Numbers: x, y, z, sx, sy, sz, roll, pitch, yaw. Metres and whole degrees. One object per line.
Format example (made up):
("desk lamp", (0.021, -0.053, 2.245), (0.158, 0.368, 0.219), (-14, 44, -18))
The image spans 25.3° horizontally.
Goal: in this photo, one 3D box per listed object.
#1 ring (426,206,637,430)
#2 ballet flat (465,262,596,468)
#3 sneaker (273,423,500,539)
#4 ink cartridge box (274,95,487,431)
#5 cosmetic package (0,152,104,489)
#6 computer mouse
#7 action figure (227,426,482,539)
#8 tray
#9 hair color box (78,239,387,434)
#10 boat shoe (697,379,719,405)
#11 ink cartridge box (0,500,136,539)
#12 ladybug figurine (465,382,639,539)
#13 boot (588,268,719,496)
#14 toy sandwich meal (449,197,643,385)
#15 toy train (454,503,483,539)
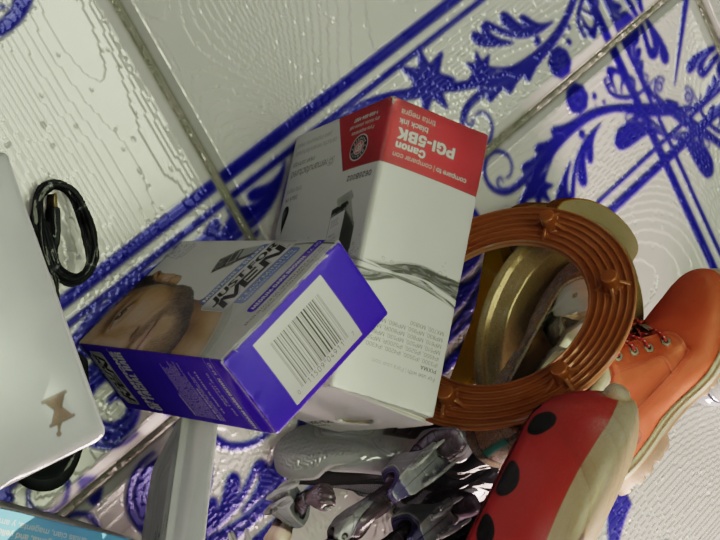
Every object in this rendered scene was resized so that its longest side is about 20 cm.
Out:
("ring", (0.100, 0.027, 1.153), (0.201, 0.199, 0.019), (-51, 138, -23))
("ballet flat", (0.148, 0.060, 1.158), (0.068, 0.067, 0.201), (37, 62, -6))
("sneaker", (0.031, 0.168, 1.176), (0.198, 0.075, 0.115), (-1, 109, -19))
("ink cartridge box", (0.000, 0.000, 1.097), (0.082, 0.146, 0.202), (19, 74, -26))
("cosmetic package", (-0.275, 0.043, 0.884), (0.166, 0.199, 0.168), (-25, 105, -33))
("computer mouse", (-0.201, 0.042, 1.042), (0.058, 0.034, 0.202), (5, 82, -6))
("action figure", (-0.005, 0.183, 1.055), (0.199, 0.069, 0.131), (-34, 106, -36))
("tray", (-0.120, 0.173, 1.004), (0.022, 0.108, 0.201), (18, 44, -15))
("hair color box", (-0.085, 0.037, 1.016), (0.109, 0.199, 0.065), (-46, 113, -25))
("boat shoe", (0.360, 0.037, 1.413), (0.074, 0.067, 0.201), (49, 65, -25))
("ink cartridge box", (-0.226, 0.242, 0.964), (0.124, 0.128, 0.202), (22, 78, -33))
("ladybug figurine", (0.119, 0.160, 1.058), (0.071, 0.136, 0.201), (26, 96, 5))
("boot", (0.219, 0.065, 1.242), (0.107, 0.075, 0.201), (44, 74, -32))
("toy sandwich meal", (0.147, 0.040, 1.267), (0.204, 0.070, 0.207), (-11, 108, -37))
("toy train", (0.071, 0.243, 1.172), (0.045, 0.034, 0.201), (10, 120, -29))
